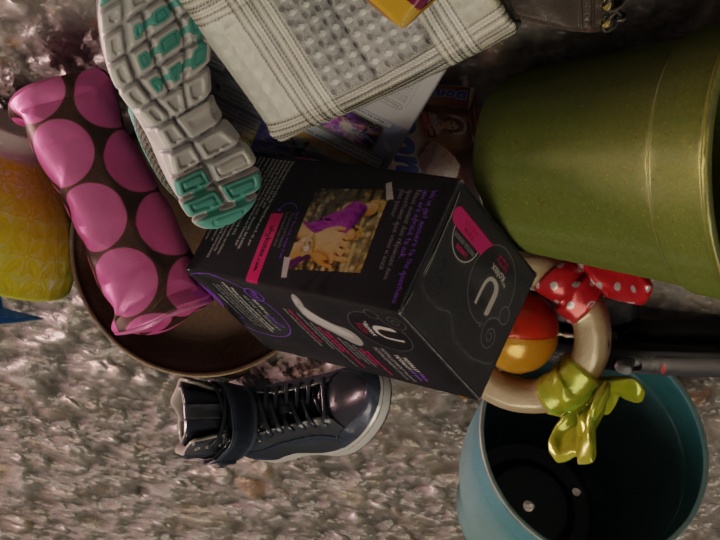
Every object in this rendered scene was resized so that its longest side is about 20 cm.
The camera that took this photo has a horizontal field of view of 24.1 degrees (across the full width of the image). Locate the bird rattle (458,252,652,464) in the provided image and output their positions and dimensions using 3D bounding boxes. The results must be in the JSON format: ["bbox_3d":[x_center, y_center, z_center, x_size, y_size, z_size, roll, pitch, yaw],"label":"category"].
[{"bbox_3d":[0.144,0.045,1.293,0.162,0.113,0.201,5,114,15],"label":"bird rattle"}]

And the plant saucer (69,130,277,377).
[{"bbox_3d":[-0.122,-0.020,1.299,0.199,0.202,0.037,15,-178,-4],"label":"plant saucer"}]

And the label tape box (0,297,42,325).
[{"bbox_3d":[-0.365,-0.013,1.346,0.199,0.067,0.143,17,-172,19],"label":"label tape box"}]

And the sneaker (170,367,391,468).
[{"bbox_3d":[-0.081,0.128,1.518,0.146,0.077,0.202,14,152,-42],"label":"sneaker"}]

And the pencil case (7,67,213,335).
[{"bbox_3d":[-0.180,-0.047,1.226,0.090,0.201,0.094,-21,173,-27],"label":"pencil case"}]

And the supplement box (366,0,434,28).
[{"bbox_3d":[0.059,-0.247,0.886,0.103,0.131,0.200,41,127,1],"label":"supplement box"}]

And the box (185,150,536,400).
[{"bbox_3d":[0.000,0.000,1.168,0.199,0.107,0.122,12,156,39],"label":"box"}]

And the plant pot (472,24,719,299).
[{"bbox_3d":[0.183,-0.073,1.124,0.189,0.201,0.200,3,146,35],"label":"plant pot"}]

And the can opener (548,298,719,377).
[{"bbox_3d":[0.242,0.060,1.371,0.198,0.064,0.079,10,145,3],"label":"can opener"}]

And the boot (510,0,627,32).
[{"bbox_3d":[0.151,-0.212,1.024,0.199,0.070,0.175,13,147,17],"label":"boot"}]

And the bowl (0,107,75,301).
[{"bbox_3d":[-0.296,-0.068,1.295,0.199,0.200,0.108,22,101,-13],"label":"bowl"}]

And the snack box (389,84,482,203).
[{"bbox_3d":[0.058,-0.067,1.282,0.071,0.024,0.201,6,145,14],"label":"snack box"}]

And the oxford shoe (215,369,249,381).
[{"bbox_3d":[-0.131,0.027,1.431,0.084,0.073,0.200,-9,140,24],"label":"oxford shoe"}]

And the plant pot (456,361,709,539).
[{"bbox_3d":[0.172,0.180,1.459,0.199,0.201,0.188,16,152,-6],"label":"plant pot"}]

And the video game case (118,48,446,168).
[{"bbox_3d":[-0.052,-0.146,1.169,0.199,0.046,0.182,26,142,-5],"label":"video game case"}]

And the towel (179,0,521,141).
[{"bbox_3d":[-0.025,-0.193,1.050,0.192,0.035,0.201,-21,115,25],"label":"towel"}]

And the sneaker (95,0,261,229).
[{"bbox_3d":[-0.138,-0.125,1.143,0.091,0.077,0.201,32,143,56],"label":"sneaker"}]
